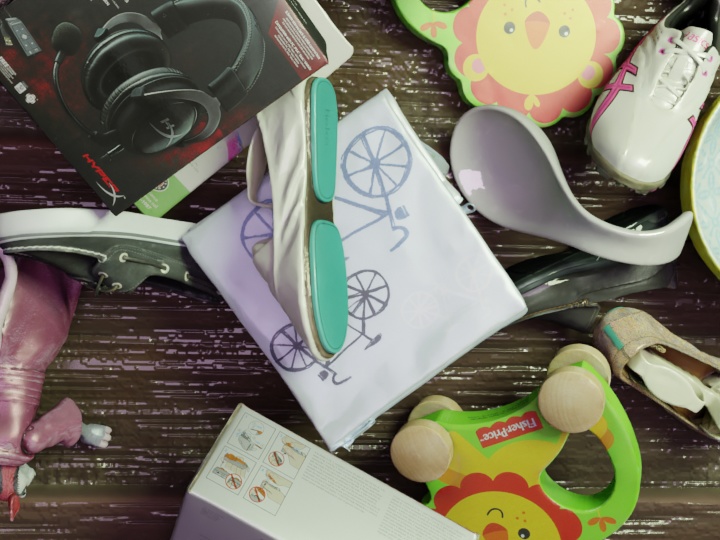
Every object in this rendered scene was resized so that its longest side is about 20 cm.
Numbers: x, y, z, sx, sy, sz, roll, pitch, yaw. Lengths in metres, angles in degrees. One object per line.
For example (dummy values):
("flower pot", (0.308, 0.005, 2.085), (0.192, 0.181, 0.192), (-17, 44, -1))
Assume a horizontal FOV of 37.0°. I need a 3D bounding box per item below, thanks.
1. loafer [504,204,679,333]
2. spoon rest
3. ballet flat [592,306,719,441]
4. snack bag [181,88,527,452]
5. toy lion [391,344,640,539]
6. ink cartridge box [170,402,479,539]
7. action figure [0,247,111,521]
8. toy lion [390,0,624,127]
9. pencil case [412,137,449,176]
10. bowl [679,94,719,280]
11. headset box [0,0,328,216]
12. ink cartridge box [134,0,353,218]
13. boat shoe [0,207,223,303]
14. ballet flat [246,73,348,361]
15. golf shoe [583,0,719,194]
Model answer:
("loafer", (0.168, 0.019, 0.864), (0.199, 0.073, 0.073), (-24, 99, -3))
("spoon rest", (0.148, -0.060, 0.821), (0.199, 0.061, 0.100), (29, 132, 26))
("ballet flat", (0.268, 0.099, 0.860), (0.199, 0.067, 0.068), (26, 109, -18))
("snack bag", (0.000, 0.000, 0.784), (0.188, 0.021, 0.201), (-36, 87, 1))
("toy lion", (0.126, 0.179, 0.837), (0.199, 0.069, 0.193), (-23, 98, 22))
("ink cartridge box", (-0.039, 0.216, 0.813), (0.199, 0.176, 0.084), (29, 51, 2))
("action figure", (-0.254, 0.080, 0.789), (0.133, 0.149, 0.202), (-1, 77, -10))
("toy lion", (0.114, -0.214, 0.858), (0.198, 0.069, 0.193), (9, 99, -6))
("pencil case", (-0.008, -0.017, 0.836), (0.090, 0.083, 0.201), (27, 89, -20))
("bowl", (0.337, -0.064, 0.858), (0.198, 0.108, 0.202), (0, 92, -6))
("headset box", (-0.127, -0.158, 0.705), (0.199, 0.077, 0.149), (-33, 114, 10))
("ink cartridge box", (-0.116, -0.147, 0.792), (0.199, 0.067, 0.117), (-37, 115, 10))
("boat shoe", (-0.172, -0.009, 0.783), (0.199, 0.068, 0.057), (6, 80, -45))
("ballet flat", (-0.047, -0.036, 0.751), (0.069, 0.069, 0.202), (-2, 84, -6))
("golf shoe", (0.223, -0.140, 0.805), (0.072, 0.092, 0.201), (26, 49, 5))
